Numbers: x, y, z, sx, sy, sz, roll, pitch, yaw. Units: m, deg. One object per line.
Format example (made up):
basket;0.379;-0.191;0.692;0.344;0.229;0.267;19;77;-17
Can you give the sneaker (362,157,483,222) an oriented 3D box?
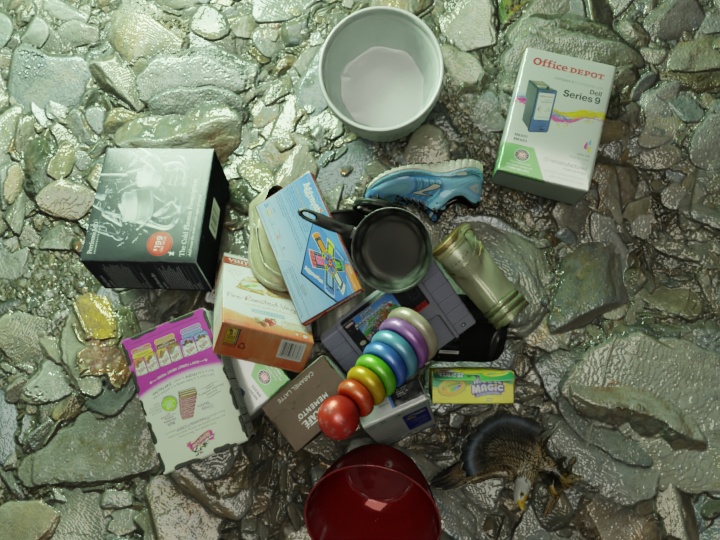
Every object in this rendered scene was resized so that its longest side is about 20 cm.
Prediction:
sneaker;0.101;-0.121;1.152;0.195;0.078;0.092;-7;86;4

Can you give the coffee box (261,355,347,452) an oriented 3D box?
coffee box;-0.062;0.191;1.063;0.114;0.200;0.080;-40;82;-1

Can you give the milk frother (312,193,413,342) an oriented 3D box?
milk frother;0.000;0.000;1.084;0.176;0.200;0.192;-8;83;-1

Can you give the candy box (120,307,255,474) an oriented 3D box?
candy box;-0.251;0.174;1.063;0.134;0.061;0.204;-21;82;1

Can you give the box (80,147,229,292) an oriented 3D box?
box;-0.315;-0.080;1.136;0.178;0.105;0.204;0;64;5

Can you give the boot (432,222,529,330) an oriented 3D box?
boot;0.179;0.009;1.073;0.072;0.200;0.155;-43;86;12

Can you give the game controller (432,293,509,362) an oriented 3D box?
game controller;0.137;0.088;1.108;0.196;0.042;0.106;5;111;-17

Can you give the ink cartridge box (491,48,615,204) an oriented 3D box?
ink cartridge box;0.301;-0.226;1.136;0.142;0.088;0.204;15;83;7

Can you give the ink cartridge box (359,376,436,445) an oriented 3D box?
ink cartridge box;0.056;0.211;1.060;0.098;0.201;0.040;-24;66;-1

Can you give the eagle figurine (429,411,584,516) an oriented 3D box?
eagle figurine;0.217;0.280;1.056;0.196;0.151;0.155;19;95;-1

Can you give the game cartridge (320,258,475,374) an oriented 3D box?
game cartridge;0.053;0.083;1.045;0.199;0.039;0.130;-37;115;6

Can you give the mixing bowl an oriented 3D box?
mixing bowl;0.023;0.333;1.068;0.196;0.109;0.204;4;116;7

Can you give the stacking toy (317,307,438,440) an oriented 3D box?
stacking toy;0.015;0.139;0.946;0.085;0.086;0.200;43;58;7

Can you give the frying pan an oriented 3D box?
frying pan;0.008;-0.029;0.996;0.186;0.031;0.118;1;100;13

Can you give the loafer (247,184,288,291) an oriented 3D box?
loafer;-0.134;-0.056;1.119;0.074;0.069;0.202;7;46;-28

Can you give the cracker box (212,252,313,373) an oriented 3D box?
cracker box;-0.147;0.058;1.070;0.131;0.201;0.059;15;115;-18

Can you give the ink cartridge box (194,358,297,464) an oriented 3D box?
ink cartridge box;-0.218;0.179;1.134;0.199;0.088;0.146;-39;82;1

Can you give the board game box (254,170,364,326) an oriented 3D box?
board game box;-0.076;-0.034;1.043;0.102;0.019;0.203;-30;67;14

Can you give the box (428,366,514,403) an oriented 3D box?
box;0.157;0.165;1.050;0.115;0.200;0.050;-1;82;5

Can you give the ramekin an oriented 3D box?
ramekin;0.035;-0.304;1.164;0.195;0.105;0.205;-1;83;5
